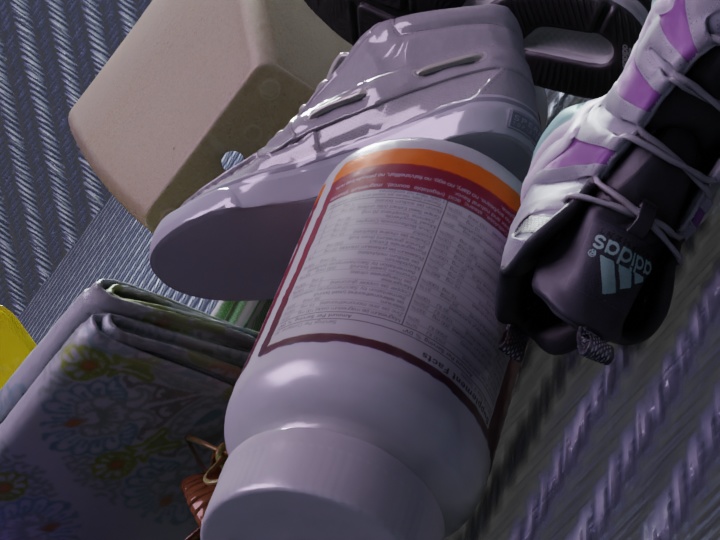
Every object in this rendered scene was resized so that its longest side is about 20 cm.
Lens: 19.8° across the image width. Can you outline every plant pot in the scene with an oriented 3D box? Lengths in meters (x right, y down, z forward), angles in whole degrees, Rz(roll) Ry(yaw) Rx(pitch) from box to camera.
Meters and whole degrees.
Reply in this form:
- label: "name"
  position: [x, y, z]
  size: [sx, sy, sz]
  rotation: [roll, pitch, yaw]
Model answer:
- label: "plant pot"
  position: [-0.055, -0.085, 1.352]
  size: [0.200, 0.200, 0.177]
  rotation: [-51, 24, 18]

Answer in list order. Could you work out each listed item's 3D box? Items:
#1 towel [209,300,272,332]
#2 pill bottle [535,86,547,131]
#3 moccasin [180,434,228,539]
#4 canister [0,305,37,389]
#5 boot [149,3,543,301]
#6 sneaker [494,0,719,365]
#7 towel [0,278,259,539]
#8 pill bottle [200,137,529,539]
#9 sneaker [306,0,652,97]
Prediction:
- label: "towel"
  position: [-0.088, 0.080, 1.208]
  size: [0.200, 0.023, 0.153]
  rotation: [106, -171, -53]
- label: "pill bottle"
  position: [0.031, -0.066, 1.089]
  size: [0.112, 0.112, 0.200]
  rotation: [-37, 21, 56]
- label: "moccasin"
  position: [-0.062, 0.121, 1.008]
  size: [0.202, 0.078, 0.074]
  rotation: [-53, 11, 6]
- label: "canister"
  position: [-0.196, 0.112, 1.238]
  size: [0.086, 0.149, 0.200]
  rotation: [-32, -18, -7]
- label: "boot"
  position: [-0.008, -0.057, 0.975]
  size: [0.200, 0.074, 0.096]
  rotation: [-18, 47, 19]
- label: "sneaker"
  position: [0.110, -0.027, 0.768]
  size: [0.140, 0.078, 0.200]
  rotation: [-65, 6, -36]
- label: "towel"
  position: [-0.117, 0.097, 1.075]
  size: [0.200, 0.171, 0.048]
  rotation: [-49, 37, 29]
- label: "pill bottle"
  position: [0.008, 0.046, 0.853]
  size: [0.110, 0.109, 0.200]
  rotation: [-43, 18, 44]
- label: "sneaker"
  position: [0.072, -0.151, 1.037]
  size: [0.115, 0.200, 0.076]
  rotation: [-48, -33, -42]
